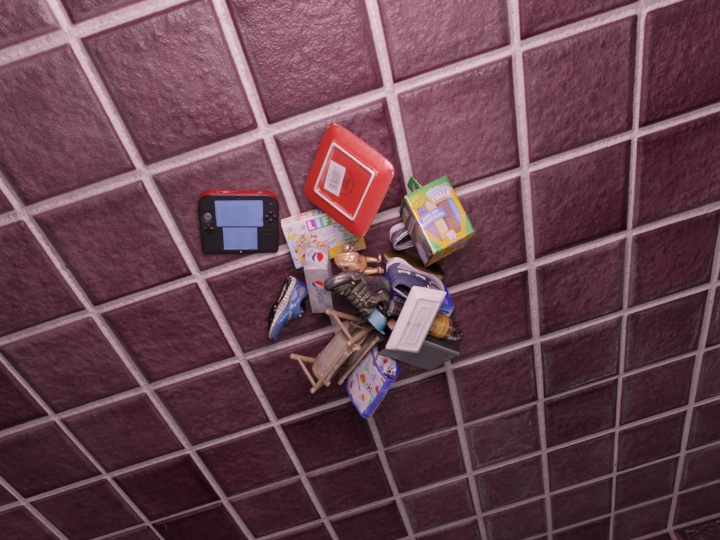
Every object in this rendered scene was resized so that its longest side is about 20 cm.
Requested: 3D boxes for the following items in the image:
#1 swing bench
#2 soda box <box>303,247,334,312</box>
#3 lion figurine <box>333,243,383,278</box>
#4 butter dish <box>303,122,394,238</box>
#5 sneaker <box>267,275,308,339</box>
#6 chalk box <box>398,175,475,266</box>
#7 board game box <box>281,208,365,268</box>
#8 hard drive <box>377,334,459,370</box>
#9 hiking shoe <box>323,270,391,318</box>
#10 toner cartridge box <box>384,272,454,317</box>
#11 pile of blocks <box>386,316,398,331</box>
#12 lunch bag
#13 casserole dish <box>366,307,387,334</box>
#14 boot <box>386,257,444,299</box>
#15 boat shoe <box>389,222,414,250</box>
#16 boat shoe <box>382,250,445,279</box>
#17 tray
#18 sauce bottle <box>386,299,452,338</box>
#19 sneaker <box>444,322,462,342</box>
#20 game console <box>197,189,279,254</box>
[{"bbox_3d":[-0.055,0.215,1.624,0.197,0.131,0.201,1,134,-53],"label":"swing bench"},{"bbox_3d":[-0.106,0.028,1.525,0.061,0.070,0.203,-1,143,3],"label":"soda box"},{"bbox_3d":[0.000,0.000,1.539,0.117,0.075,0.201,-4,154,6],"label":"lion figurine"},{"bbox_3d":[-0.006,-0.220,1.363,0.197,0.147,0.204,36,123,14],"label":"butter dish"},{"bbox_3d":[-0.196,0.115,1.602,0.087,0.080,0.203,20,120,-21],"label":"sneaker"},{"bbox_3d":[0.174,-0.139,1.428,0.120,0.205,0.125,-24,169,-8],"label":"chalk box"},{"bbox_3d":[-0.093,-0.094,1.497,0.193,0.035,0.138,-16,127,1],"label":"board game box"},{"bbox_3d":[0.164,0.222,1.644,0.195,0.034,0.139,21,142,-28],"label":"hard drive"},{"bbox_3d":[-0.001,0.063,1.463,0.194,0.105,0.075,7,157,-28],"label":"hiking shoe"},{"bbox_3d":[0.159,0.069,1.628,0.193,0.097,0.044,14,125,-19],"label":"toner cartridge box"},{"bbox_3d":[0.138,0.122,1.656,0.196,0.062,0.084,-7,134,-47],"label":"pile of blocks"},{"bbox_3d":[0.037,0.303,1.707,0.120,0.203,0.173,18,121,-23],"label":"lunch bag"},{"bbox_3d":[0.008,0.087,1.567,0.039,0.121,0.201,-43,81,3],"label":"casserole dish"},{"bbox_3d":[0.148,0.048,1.527,0.196,0.092,0.073,25,126,-28],"label":"boot"},{"bbox_3d":[0.170,-0.108,1.518,0.193,0.069,0.073,-19,128,3],"label":"boat shoe"},{"bbox_3d":[0.141,0.003,1.590,0.194,0.074,0.066,19,116,-23],"label":"boat shoe"},{"bbox_3d":[0.146,0.136,1.511,0.104,0.022,0.205,10,119,-22],"label":"tray"},{"bbox_3d":[0.158,0.129,1.571,0.194,0.067,0.067,19,121,-25],"label":"sauce bottle"},{"bbox_3d":[0.222,0.198,1.734,0.196,0.068,0.091,-2,147,-44],"label":"sneaker"},{"bbox_3d":[-0.299,-0.116,1.444,0.192,0.031,0.182,-1,125,-10],"label":"game console"}]
